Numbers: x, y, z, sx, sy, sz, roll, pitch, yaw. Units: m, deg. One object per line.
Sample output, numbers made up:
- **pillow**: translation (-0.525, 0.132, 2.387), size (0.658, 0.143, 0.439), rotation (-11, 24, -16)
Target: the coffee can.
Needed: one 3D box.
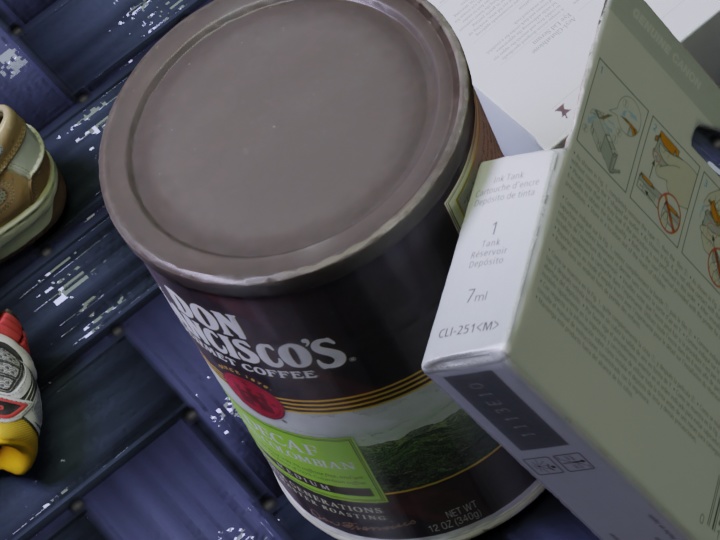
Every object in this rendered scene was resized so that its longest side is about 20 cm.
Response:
- **coffee can**: translation (0.000, 0.000, 1.163), size (0.146, 0.200, 0.147), rotation (-11, 52, 14)

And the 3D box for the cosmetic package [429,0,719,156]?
- **cosmetic package**: translation (0.116, -0.140, 1.321), size (0.200, 0.052, 0.151), rotation (-39, 51, -10)

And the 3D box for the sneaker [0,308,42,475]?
- **sneaker**: translation (-0.231, 0.085, 1.262), size (0.199, 0.078, 0.082), rotation (-25, 53, 0)

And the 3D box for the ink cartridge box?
- **ink cartridge box**: translation (0.114, 0.014, 1.120), size (0.043, 0.200, 0.174), rotation (-11, 50, 38)

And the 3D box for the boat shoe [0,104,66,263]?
- **boat shoe**: translation (-0.232, -0.011, 1.330), size (0.200, 0.076, 0.072), rotation (-38, 54, -9)
